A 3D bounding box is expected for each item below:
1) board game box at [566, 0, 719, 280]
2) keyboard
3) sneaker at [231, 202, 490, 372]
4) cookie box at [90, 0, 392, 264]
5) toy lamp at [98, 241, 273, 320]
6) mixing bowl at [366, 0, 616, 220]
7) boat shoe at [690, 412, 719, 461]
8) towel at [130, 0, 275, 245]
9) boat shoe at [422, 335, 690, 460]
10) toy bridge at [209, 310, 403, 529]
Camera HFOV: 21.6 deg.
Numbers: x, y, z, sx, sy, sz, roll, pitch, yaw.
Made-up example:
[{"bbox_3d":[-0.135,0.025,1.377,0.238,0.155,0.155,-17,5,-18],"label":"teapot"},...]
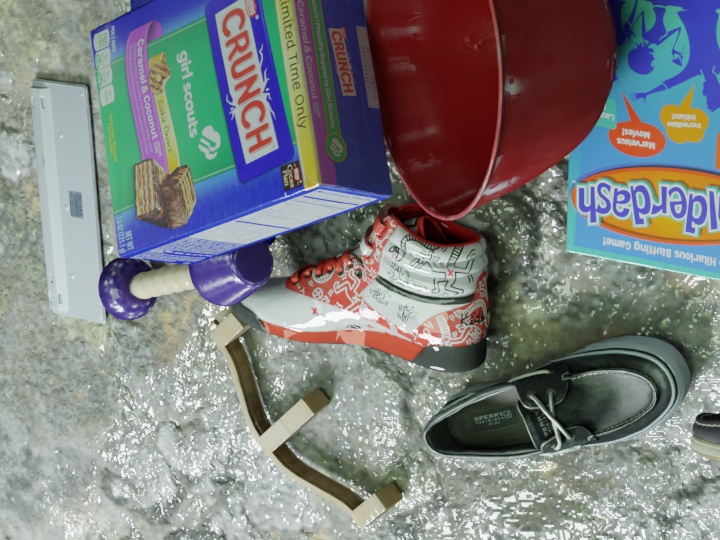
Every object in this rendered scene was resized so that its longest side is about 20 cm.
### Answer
[{"bbox_3d":[0.209,-0.098,1.205,0.152,0.045,0.201,11,114,30],"label":"board game box"},{"bbox_3d":[-0.235,-0.055,1.526,0.056,0.011,0.201,8,112,25],"label":"keyboard"},{"bbox_3d":[0.001,0.000,1.362,0.201,0.067,0.108,12,113,25],"label":"sneaker"},{"bbox_3d":[-0.084,-0.109,1.274,0.200,0.075,0.172,-18,76,40],"label":"cookie box"},{"bbox_3d":[-0.130,0.003,1.413,0.200,0.058,0.058,-7,105,55],"label":"toy lamp"},{"bbox_3d":[0.089,-0.138,1.178,0.200,0.108,0.201,170,90,-69],"label":"mixing bowl"},{"bbox_3d":[0.305,0.091,1.205,0.200,0.072,0.065,-4,93,37],"label":"boat shoe"},{"bbox_3d":[-0.110,-0.128,1.399,0.147,0.050,0.201,22,119,32],"label":"towel"},{"bbox_3d":[0.133,0.101,1.311,0.200,0.071,0.072,-21,96,35],"label":"boat shoe"},{"bbox_3d":[-0.053,0.117,1.463,0.200,0.027,0.067,51,127,7],"label":"toy bridge"}]
